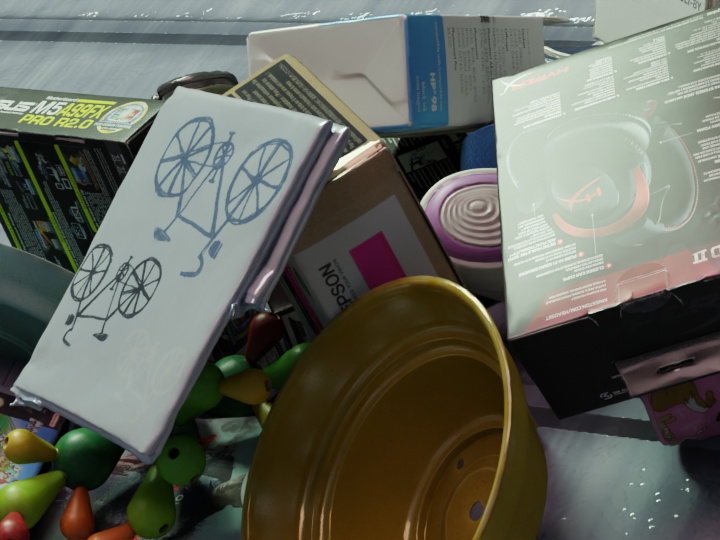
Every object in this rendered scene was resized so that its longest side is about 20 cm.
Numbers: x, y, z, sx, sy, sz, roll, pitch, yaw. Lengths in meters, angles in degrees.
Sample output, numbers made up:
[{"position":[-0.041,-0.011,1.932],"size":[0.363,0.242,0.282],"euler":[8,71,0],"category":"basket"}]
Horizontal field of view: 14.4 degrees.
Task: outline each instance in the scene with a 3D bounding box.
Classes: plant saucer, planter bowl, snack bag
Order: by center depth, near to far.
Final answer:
[{"position":[0.033,0.111,1.427],"size":[0.200,0.083,0.202],"euler":[-28,50,40],"category":"planter bowl"},{"position":[-0.096,0.000,1.472],"size":[0.188,0.021,0.201],"euler":[17,77,59],"category":"snack bag"},{"position":[-0.213,0.039,1.670],"size":[0.199,0.200,0.028],"euler":[-1,58,34],"category":"plant saucer"}]

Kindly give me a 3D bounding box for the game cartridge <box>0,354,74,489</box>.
[{"position":[-0.240,0.108,1.582],"size":[0.129,0.039,0.200],"euler":[13,36,6],"category":"game cartridge"}]

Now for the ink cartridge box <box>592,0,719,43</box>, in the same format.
[{"position":[0.258,-0.164,1.714],"size":[0.199,0.084,0.145],"euler":[-5,22,-23],"category":"ink cartridge box"}]

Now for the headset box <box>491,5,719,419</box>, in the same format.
[{"position":[0.149,-0.024,1.434],"size":[0.148,0.075,0.201],"euler":[-18,46,17],"category":"headset box"}]

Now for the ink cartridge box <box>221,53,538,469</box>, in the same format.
[{"position":[0.000,0.000,1.557],"size":[0.075,0.201,0.165],"euler":[-32,28,-5],"category":"ink cartridge box"}]

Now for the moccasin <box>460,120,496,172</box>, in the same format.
[{"position":[0.160,-0.065,1.660],"size":[0.199,0.081,0.068],"euler":[12,6,9],"category":"moccasin"}]

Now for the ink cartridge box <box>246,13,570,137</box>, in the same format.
[{"position":[0.036,-0.115,1.712],"size":[0.115,0.067,0.199],"euler":[-4,1,34],"category":"ink cartridge box"}]

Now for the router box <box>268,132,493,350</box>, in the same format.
[{"position":[0.008,-0.025,1.756],"size":[0.156,0.052,0.200],"euler":[-22,28,-2],"category":"router box"}]

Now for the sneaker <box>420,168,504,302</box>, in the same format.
[{"position":[0.127,-0.018,1.612],"size":[0.198,0.100,0.075],"euler":[6,73,-4],"category":"sneaker"}]

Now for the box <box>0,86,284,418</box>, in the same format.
[{"position":[-0.139,-0.010,1.676],"size":[0.160,0.201,0.044],"euler":[8,40,45],"category":"box"}]

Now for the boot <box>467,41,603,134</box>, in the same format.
[{"position":[0.125,-0.114,1.825],"size":[0.090,0.073,0.199],"euler":[-31,36,-31],"category":"boot"}]

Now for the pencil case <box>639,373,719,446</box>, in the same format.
[{"position":[0.232,0.031,1.458],"size":[0.199,0.087,0.083],"euler":[-16,21,17],"category":"pencil case"}]

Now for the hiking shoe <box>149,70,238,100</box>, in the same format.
[{"position":[-0.105,-0.022,1.721],"size":[0.075,0.201,0.101],"euler":[-8,51,-20],"category":"hiking shoe"}]

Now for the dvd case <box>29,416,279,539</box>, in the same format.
[{"position":[-0.112,0.132,1.564],"size":[0.199,0.022,0.146],"euler":[-4,33,30],"category":"dvd case"}]

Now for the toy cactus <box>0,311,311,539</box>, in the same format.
[{"position":[-0.116,0.078,1.553],"size":[0.200,0.102,0.165],"euler":[-36,16,0],"category":"toy cactus"}]
